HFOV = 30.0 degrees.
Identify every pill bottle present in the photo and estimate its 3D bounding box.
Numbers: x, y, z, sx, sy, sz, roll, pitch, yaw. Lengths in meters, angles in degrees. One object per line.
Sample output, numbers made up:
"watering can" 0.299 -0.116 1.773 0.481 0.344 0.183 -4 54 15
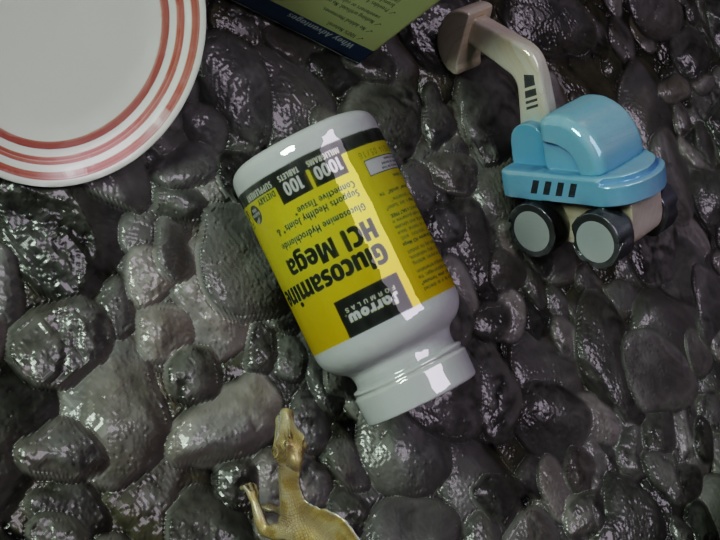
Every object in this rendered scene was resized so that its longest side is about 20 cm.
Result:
"pill bottle" 0.000 0.000 0.939 0.112 0.112 0.201 -24 87 -42

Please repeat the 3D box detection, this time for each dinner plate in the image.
"dinner plate" -0.189 -0.152 0.852 0.199 0.024 0.202 -17 119 -33

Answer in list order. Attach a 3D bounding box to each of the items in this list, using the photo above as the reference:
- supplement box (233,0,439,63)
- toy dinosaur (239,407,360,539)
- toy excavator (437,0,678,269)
"supplement box" -0.016 -0.288 0.988 0.199 0.199 0.135 22 58 -30
"toy dinosaur" -0.022 0.189 0.848 0.058 0.101 0.201 -36 95 -42
"toy excavator" 0.159 -0.121 1.115 0.100 0.193 0.202 -26 117 -42
